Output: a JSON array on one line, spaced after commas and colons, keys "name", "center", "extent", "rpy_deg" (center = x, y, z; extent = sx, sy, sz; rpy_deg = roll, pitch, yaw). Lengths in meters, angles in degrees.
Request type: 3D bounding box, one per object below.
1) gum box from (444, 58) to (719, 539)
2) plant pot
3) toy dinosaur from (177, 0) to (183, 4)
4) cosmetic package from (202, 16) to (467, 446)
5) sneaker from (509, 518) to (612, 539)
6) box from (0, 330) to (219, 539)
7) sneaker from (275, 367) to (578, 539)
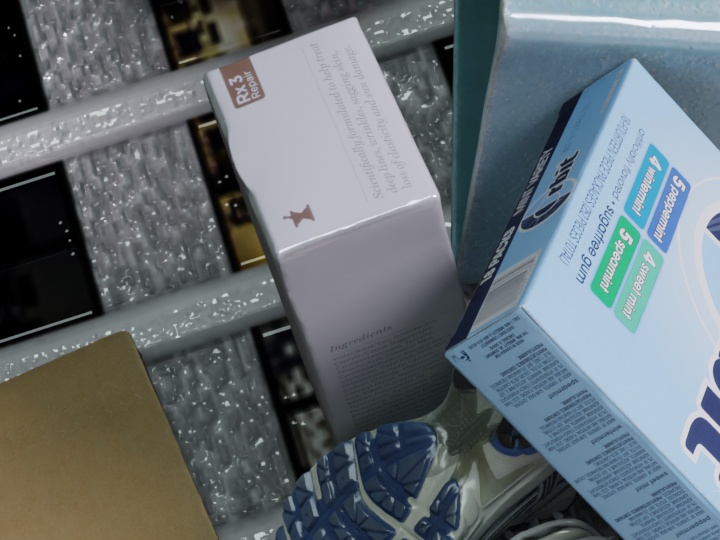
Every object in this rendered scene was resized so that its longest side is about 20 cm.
[{"name": "gum box", "center": [0.136, 0.041, 1.038], "extent": [0.045, 0.200, 0.170], "rpy_deg": [-33, 18, 37]}, {"name": "plant pot", "center": [0.148, -0.118, 1.186], "extent": [0.199, 0.197, 0.196], "rpy_deg": [3, 57, -3]}, {"name": "toy dinosaur", "center": [-0.104, -0.233, 1.317], "extent": [0.105, 0.200, 0.182], "rpy_deg": [-40, 103, -4]}, {"name": "cosmetic package", "center": [0.000, 0.000, 1.120], "extent": [0.074, 0.200, 0.102], "rpy_deg": [-21, 57, -4]}, {"name": "sneaker", "center": [0.121, 0.142, 1.059], "extent": [0.199, 0.116, 0.074], "rpy_deg": [-15, 54, -3]}, {"name": "box", "center": [-0.164, 0.129, 1.172], "extent": [0.199, 0.021, 0.164], "rpy_deg": [-23, 57, -6]}, {"name": "sneaker", "center": [0.051, 0.088, 1.115], "extent": [0.200, 0.085, 0.077], "rpy_deg": [-41, 58, 23]}]
